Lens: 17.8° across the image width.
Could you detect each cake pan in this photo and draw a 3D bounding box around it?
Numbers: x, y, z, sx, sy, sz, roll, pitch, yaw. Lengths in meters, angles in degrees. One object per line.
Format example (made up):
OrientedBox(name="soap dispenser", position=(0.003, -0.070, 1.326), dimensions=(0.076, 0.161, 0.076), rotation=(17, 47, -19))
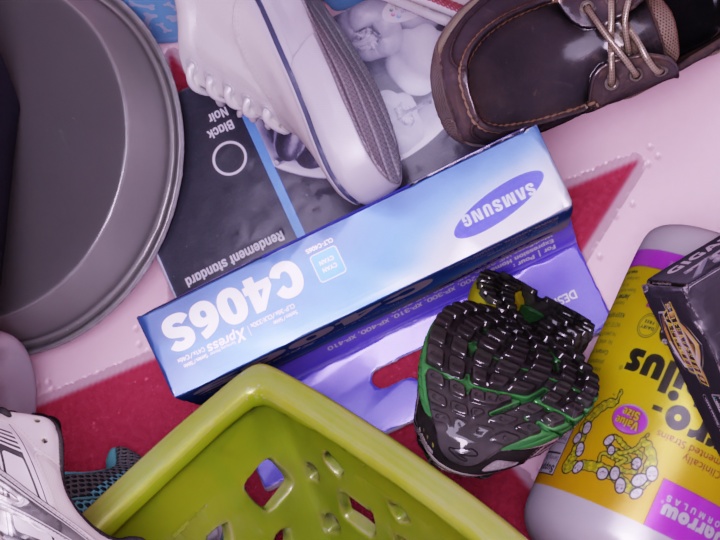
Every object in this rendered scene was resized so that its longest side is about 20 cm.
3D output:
OrientedBox(name="cake pan", position=(-0.184, -0.058, 1.147), dimensions=(0.199, 0.037, 0.202), rotation=(-3, 82, 22))

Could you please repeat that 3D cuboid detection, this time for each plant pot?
OrientedBox(name="plant pot", position=(-0.024, 0.196, 0.990), dimensions=(0.199, 0.182, 0.200), rotation=(-42, 46, -18))

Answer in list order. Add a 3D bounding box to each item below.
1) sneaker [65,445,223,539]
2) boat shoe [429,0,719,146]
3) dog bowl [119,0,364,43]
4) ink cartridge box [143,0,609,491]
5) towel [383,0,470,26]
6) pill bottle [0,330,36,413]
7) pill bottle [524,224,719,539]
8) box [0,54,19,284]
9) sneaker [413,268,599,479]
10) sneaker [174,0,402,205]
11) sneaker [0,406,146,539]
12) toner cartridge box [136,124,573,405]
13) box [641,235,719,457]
OrientedBox(name="sneaker", position=(-0.148, 0.140, 1.069), dimensions=(0.091, 0.199, 0.078), rotation=(38, 124, 26))
OrientedBox(name="boat shoe", position=(0.116, -0.116, 1.075), dimensions=(0.199, 0.073, 0.075), rotation=(-30, 102, -35))
OrientedBox(name="dog bowl", position=(-0.060, -0.186, 1.176), dimensions=(0.199, 0.050, 0.112), rotation=(-10, 77, 5))
OrientedBox(name="ink cartridge box", position=(-0.002, -0.022, 1.137), dimensions=(0.197, 0.043, 0.201), rotation=(-26, 77, 1))
OrientedBox(name="towel", position=(0.006, -0.213, 1.126), dimensions=(0.143, 0.023, 0.201), rotation=(19, 54, -12))
OrientedBox(name="pill bottle", position=(-0.268, 0.060, 1.113), dimensions=(0.199, 0.114, 0.115), rotation=(15, 80, 18))
OrientedBox(name="pill bottle", position=(0.141, 0.088, 1.061), dimensions=(0.104, 0.104, 0.201), rotation=(23, 82, 12))
OrientedBox(name="box", position=(-0.268, -0.027, 1.031), dimensions=(0.198, 0.118, 0.198), rotation=(-5, 54, 6))
OrientedBox(name="sneaker", position=(0.061, 0.062, 1.025), dimensions=(0.078, 0.200, 0.086), rotation=(26, 102, 7))
OrientedBox(name="sneaker", position=(-0.044, -0.099, 1.091), dimensions=(0.071, 0.073, 0.201), rotation=(-36, 56, 13))
OrientedBox(name="sneaker", position=(-0.168, 0.076, 0.929), dimensions=(0.088, 0.076, 0.200), rotation=(-43, 97, -26))
OrientedBox(name="toner cartridge box", position=(0.000, 0.000, 1.062), dimensions=(0.199, 0.095, 0.043), rotation=(-26, 85, 1))
OrientedBox(name="box", position=(0.251, 0.046, 1.020), dimensions=(0.199, 0.050, 0.199), rotation=(-31, 100, -16))
